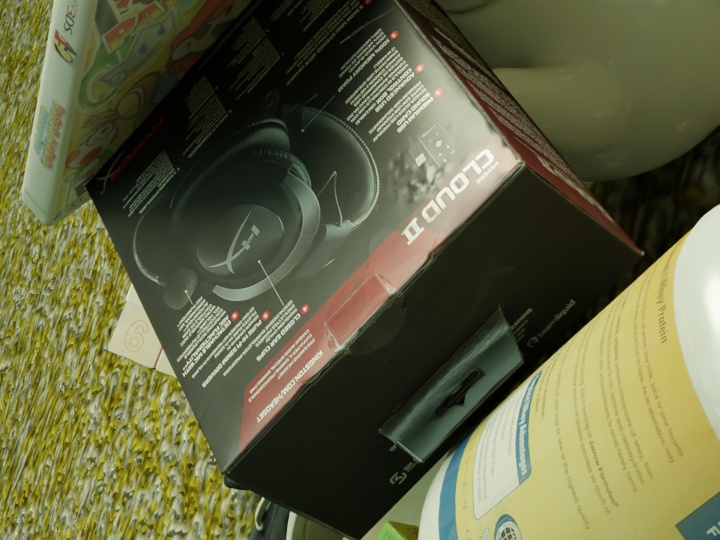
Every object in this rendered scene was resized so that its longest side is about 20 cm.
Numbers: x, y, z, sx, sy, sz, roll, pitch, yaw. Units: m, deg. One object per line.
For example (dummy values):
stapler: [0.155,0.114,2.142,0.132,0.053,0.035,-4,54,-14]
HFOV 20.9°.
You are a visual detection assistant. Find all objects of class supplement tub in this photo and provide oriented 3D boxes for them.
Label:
supplement tub: [0.125,0.063,0.601,0.200,0.144,0.145,-47,29,40]

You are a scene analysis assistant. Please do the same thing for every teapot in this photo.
teapot: [0.089,-0.148,0.860,0.198,0.146,0.200,-58,32,6]

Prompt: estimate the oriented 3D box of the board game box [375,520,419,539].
board game box: [0.049,0.190,0.729,0.200,0.030,0.096,43,109,45]

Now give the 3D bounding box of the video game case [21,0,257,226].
video game case: [-0.043,-0.116,0.763,0.200,0.023,0.182,-37,-12,-28]

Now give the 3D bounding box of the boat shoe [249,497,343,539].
boat shoe: [-0.015,0.106,0.911,0.060,0.075,0.200,59,140,38]

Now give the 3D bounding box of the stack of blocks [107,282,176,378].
stack of blocks: [-0.069,-0.037,1.068,0.115,0.058,0.200,29,-97,-80]

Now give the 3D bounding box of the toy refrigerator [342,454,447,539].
toy refrigerator: [0.018,0.171,0.845,0.200,0.070,0.076,-63,29,9]

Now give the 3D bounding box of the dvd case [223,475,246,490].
dvd case: [-0.033,0.002,0.983,0.143,0.017,0.201,-14,-69,-78]

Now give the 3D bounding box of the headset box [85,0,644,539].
headset box: [-0.003,-0.014,0.710,0.149,0.077,0.200,-47,42,12]
